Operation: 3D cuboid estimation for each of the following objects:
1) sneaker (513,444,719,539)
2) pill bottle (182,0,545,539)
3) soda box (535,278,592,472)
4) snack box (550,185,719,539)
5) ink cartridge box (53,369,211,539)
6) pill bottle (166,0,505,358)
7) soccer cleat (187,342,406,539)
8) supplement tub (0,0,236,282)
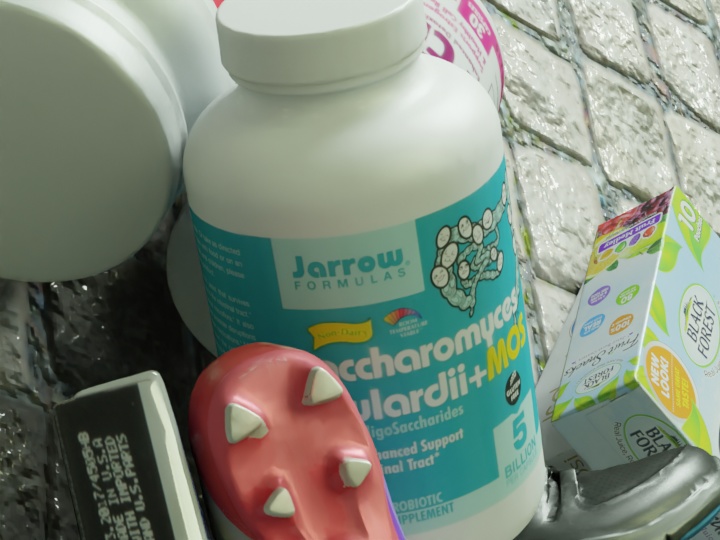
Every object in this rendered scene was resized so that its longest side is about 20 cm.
[{"bbox_3d":[0.046,0.098,0.908,0.073,0.199,0.082,105,-35,-74],"label":"sneaker"},{"bbox_3d":[0.000,0.000,0.821,0.111,0.110,0.201,-51,137,-55],"label":"pill bottle"},{"bbox_3d":[0.131,0.057,1.145,0.064,0.068,0.200,51,35,-14],"label":"soda box"},{"bbox_3d":[0.173,0.081,1.074,0.200,0.053,0.142,48,34,-21],"label":"snack box"},{"bbox_3d":[-0.053,0.155,0.796,0.200,0.047,0.198,93,-20,-71],"label":"ink cartridge box"},{"bbox_3d":[-0.009,-0.045,0.980,0.113,0.113,0.200,49,29,-17],"label":"pill bottle"},{"bbox_3d":[-0.006,0.119,0.762,0.066,0.076,0.201,-21,93,-14],"label":"soccer cleat"},{"bbox_3d":[-0.104,-0.106,0.891,0.140,0.140,0.200,44,36,-23],"label":"supplement tub"}]
